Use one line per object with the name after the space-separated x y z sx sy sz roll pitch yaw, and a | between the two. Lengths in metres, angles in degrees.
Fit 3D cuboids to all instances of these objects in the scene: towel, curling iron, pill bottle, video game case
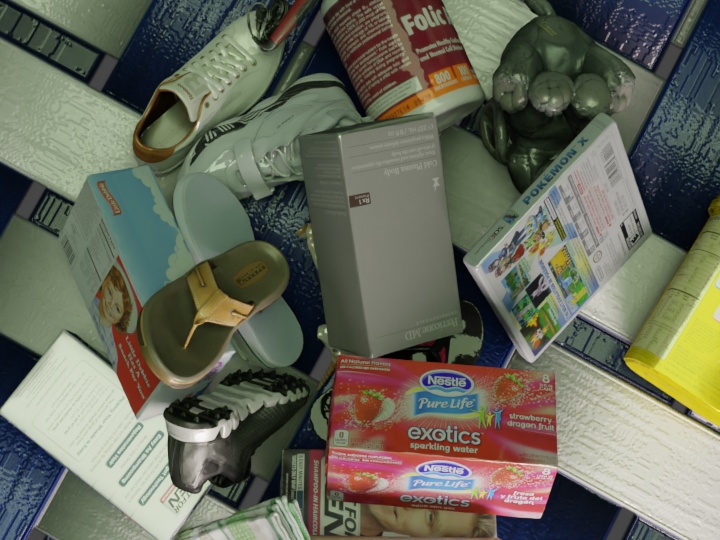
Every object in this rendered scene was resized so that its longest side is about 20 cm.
-0.097 0.290 1.096 0.031 0.200 0.150 -15 81 -41 | towel
-0.040 -0.280 1.138 0.200 0.025 0.050 -43 72 28 | curling iron
0.031 -0.230 1.183 0.113 0.114 0.201 -24 86 -5 | pill bottle
0.189 -0.024 1.139 0.182 0.200 0.022 -46 55 -6 | video game case

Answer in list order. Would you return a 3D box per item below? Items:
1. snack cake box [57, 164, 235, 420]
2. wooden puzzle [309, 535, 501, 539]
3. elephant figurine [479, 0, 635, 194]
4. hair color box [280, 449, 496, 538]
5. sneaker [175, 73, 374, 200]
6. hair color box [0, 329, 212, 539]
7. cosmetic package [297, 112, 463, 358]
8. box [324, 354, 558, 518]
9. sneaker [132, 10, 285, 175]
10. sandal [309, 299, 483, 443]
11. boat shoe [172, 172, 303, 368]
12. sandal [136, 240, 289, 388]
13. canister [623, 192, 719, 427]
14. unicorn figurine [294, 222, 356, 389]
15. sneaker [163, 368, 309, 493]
-0.199 0.020 1.121 0.067 0.115 0.201 -14 69 -36 | snack cake box
0.030 0.318 1.104 0.183 0.046 0.201 1 124 -3 | wooden puzzle
0.173 -0.130 1.184 0.141 0.201 0.155 29 54 18 | elephant figurine
0.024 0.223 1.144 0.198 0.061 0.101 1 65 -3 | hair color box
-0.078 -0.106 1.159 0.199 0.115 0.075 -35 127 -8 | sneaker
-0.229 0.156 1.159 0.200 0.061 0.100 38 83 2 | hair color box
0.019 -0.032 1.097 0.106 0.090 0.202 -16 100 -28 | cosmetic package
0.070 0.147 1.086 0.198 0.096 0.100 5 51 1 | box
-0.144 -0.176 1.186 0.073 0.085 0.200 39 82 3 | sneaker
0.040 0.102 1.184 0.199 0.045 0.075 -36 87 -5 | sandal
-0.132 0.005 1.165 0.075 0.086 0.203 -43 111 -38 | boat shoe
-0.119 0.023 1.053 0.080 0.054 0.200 47 43 0 | sandal
0.364 0.040 1.185 0.148 0.087 0.201 33 85 1 | canister
0.000 0.000 1.176 0.200 0.074 0.138 -40 98 -11 | unicorn figurine
-0.115 0.148 1.119 0.066 0.200 0.091 16 105 25 | sneaker
